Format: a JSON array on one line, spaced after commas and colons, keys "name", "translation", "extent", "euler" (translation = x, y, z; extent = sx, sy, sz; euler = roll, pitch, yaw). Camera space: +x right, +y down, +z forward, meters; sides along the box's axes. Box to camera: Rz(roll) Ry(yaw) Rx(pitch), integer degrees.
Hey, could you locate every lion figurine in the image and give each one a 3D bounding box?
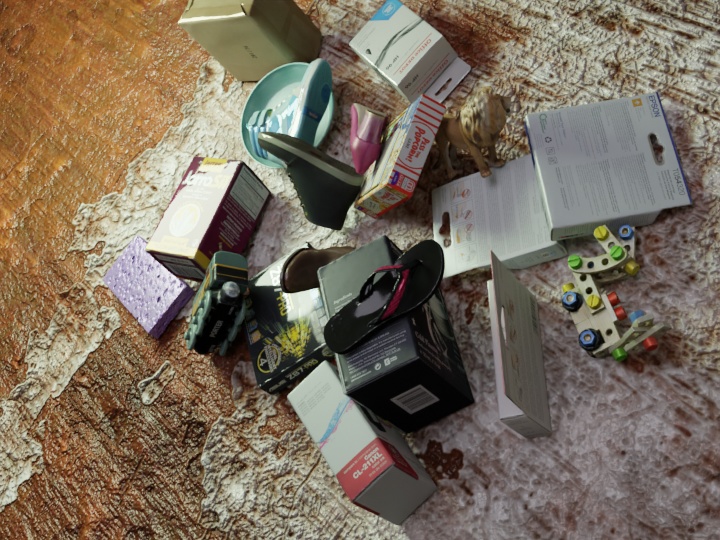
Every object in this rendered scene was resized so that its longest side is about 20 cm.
[{"name": "lion figurine", "translation": [0.154, -0.208, 1.485], "extent": [0.072, 0.124, 0.198], "euler": [-35, 21, -31]}]

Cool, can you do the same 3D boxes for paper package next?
[{"name": "paper package", "translation": [-0.202, -0.447, 1.819], "extent": [0.188, 0.200, 0.105], "euler": [4, 68, 35]}]

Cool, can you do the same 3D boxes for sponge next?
[{"name": "sponge", "translation": [-0.397, 0.027, 1.825], "extent": [0.112, 0.030, 0.199], "euler": [-51, 50, 0]}]

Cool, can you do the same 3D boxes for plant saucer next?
[{"name": "plant saucer", "translation": [-0.126, -0.275, 1.776], "extent": [0.196, 0.036, 0.204], "euler": [-9, 71, 26]}]

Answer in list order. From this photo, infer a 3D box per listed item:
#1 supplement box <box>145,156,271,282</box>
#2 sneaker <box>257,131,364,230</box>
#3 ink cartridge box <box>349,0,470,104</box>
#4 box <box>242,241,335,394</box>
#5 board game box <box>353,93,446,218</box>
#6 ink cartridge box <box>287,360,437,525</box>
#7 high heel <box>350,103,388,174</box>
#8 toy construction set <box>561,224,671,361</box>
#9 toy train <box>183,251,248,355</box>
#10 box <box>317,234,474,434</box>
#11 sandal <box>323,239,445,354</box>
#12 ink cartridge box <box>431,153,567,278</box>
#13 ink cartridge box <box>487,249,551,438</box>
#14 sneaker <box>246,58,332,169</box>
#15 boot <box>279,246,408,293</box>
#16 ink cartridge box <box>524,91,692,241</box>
[{"name": "supplement box", "translation": [-0.266, -0.088, 1.734], "extent": [0.129, 0.103, 0.203], "euler": [7, 64, 36]}, {"name": "sneaker", "translation": [-0.099, -0.149, 1.621], "extent": [0.198, 0.075, 0.108], "euler": [29, 110, 16]}, {"name": "ink cartridge box", "translation": [0.083, -0.367, 1.675], "extent": [0.116, 0.068, 0.200], "euler": [-47, 52, 5]}, {"name": "box", "translation": [-0.115, 0.077, 1.604], "extent": [0.159, 0.049, 0.203], "euler": [-30, 53, 16]}, {"name": "board game box", "translation": [0.058, -0.173, 1.538], "extent": [0.154, 0.046, 0.200], "euler": [-68, 11, -11]}, {"name": "ink cartridge box", "translation": [0.001, 0.241, 1.385], "extent": [0.083, 0.146, 0.201], "euler": [-42, 52, 6]}, {"name": "high heel", "translation": [0.008, -0.217, 1.621], "extent": [0.200, 0.066, 0.098], "euler": [-119, 46, -73]}, {"name": "toy construction set", "translation": [0.337, 0.040, 1.305], "extent": [0.130, 0.092, 0.202], "euler": [-29, 44, 18]}, {"name": "toy train", "translation": [-0.237, 0.059, 1.630], "extent": [0.201, 0.084, 0.116], "euler": [124, 150, -50]}, {"name": "box", "translation": [0.050, 0.095, 1.390], "extent": [0.122, 0.200, 0.199], "euler": [-27, 56, 17]}, {"name": "sandal", "translation": [0.029, 0.033, 1.278], "extent": [0.199, 0.045, 0.076], "euler": [-39, 53, 6]}, {"name": "ink cartridge box", "translation": [0.205, -0.075, 1.473], "extent": [0.197, 0.047, 0.163], "euler": [-18, 59, 29]}, {"name": "ink cartridge box", "translation": [0.196, 0.100, 1.306], "extent": [0.044, 0.176, 0.204], "euler": [-15, 59, 26]}, {"name": "sneaker", "translation": [-0.132, -0.281, 1.716], "extent": [0.129, 0.079, 0.204], "euler": [15, 82, 29]}, {"name": "boot", "translation": [0.000, 0.000, 1.497], "extent": [0.197, 0.185, 0.066], "euler": [7, 111, 35]}, {"name": "ink cartridge box", "translation": [0.348, -0.150, 1.399], "extent": [0.196, 0.044, 0.200], "euler": [-8, 61, 3]}]
